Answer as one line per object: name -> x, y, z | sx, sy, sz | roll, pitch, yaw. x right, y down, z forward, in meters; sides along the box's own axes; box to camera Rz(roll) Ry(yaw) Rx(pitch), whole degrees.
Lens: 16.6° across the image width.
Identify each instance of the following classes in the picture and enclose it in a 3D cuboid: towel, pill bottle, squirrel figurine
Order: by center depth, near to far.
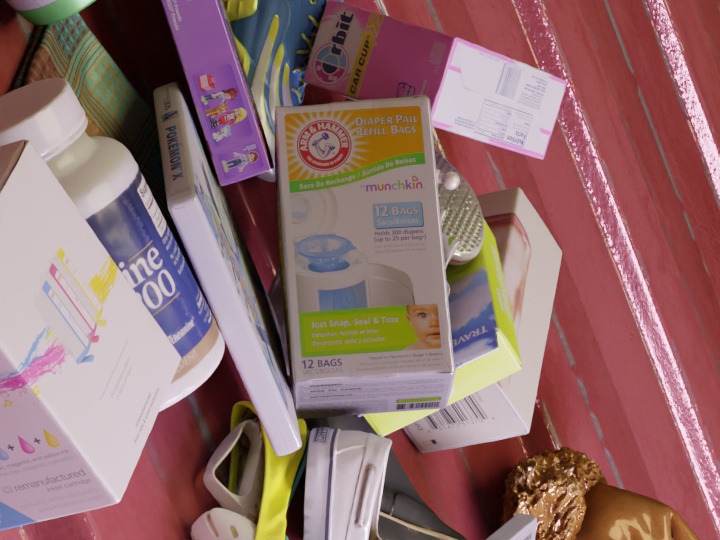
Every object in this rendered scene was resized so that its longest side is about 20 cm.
pill bottle -> -0.172, -0.012, 1.520 | 0.200, 0.111, 0.111 | 64, 30, -20
towel -> -0.166, -0.068, 1.655 | 0.200, 0.022, 0.147 | 54, 34, -35
squirrel figurine -> 0.167, 0.248, 2.040 | 0.200, 0.141, 0.187 | 57, 41, -6

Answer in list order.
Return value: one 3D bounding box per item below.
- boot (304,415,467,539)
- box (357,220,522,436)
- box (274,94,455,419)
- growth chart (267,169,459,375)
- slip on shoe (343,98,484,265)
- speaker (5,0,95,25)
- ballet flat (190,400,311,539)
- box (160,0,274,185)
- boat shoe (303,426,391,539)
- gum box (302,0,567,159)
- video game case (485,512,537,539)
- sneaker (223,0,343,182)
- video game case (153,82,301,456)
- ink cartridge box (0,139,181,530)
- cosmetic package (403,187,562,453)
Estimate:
boot -> 0.022, 0.156, 1.851 | 0.200, 0.077, 0.139 | 33, 42, -57
box -> 0.051, 0.040, 1.836 | 0.048, 0.122, 0.200 | 55, 15, -29
box -> 0.000, -0.009, 1.702 | 0.101, 0.112, 0.201 | 95, -9, -73
growth chart -> 0.000, 0.000, 1.784 | 0.018, 0.144, 0.201 | 68, 36, -62
slip on shoe -> 0.033, -0.059, 1.885 | 0.074, 0.061, 0.200 | 3, 31, -34
speaker -> -0.231, -0.255, 1.556 | 0.200, 0.088, 0.089 | 59, 32, -29
ballet flat -> -0.080, 0.168, 1.673 | 0.067, 0.067, 0.200 | 34, 42, -23
box -> -0.108, -0.160, 1.721 | 0.137, 0.039, 0.201 | -109, -178, -87
boat shoe -> -0.003, 0.206, 1.714 | 0.071, 0.070, 0.201 | -67, 160, -76
gum box -> 0.061, -0.140, 1.850 | 0.200, 0.113, 0.066 | 12, 97, -59
video game case -> 0.092, 0.299, 1.879 | 0.143, 0.018, 0.201 | -27, 125, -62
sneaker -> -0.057, -0.170, 1.813 | 0.076, 0.105, 0.201 | -5, 81, -62
video game case -> -0.089, -0.003, 1.642 | 0.182, 0.022, 0.200 | -105, 174, -62
ink cartridge box -> -0.218, 0.032, 1.398 | 0.200, 0.128, 0.125 | 57, 34, -30
cosmetic package -> 0.089, 0.039, 1.992 | 0.087, 0.103, 0.200 | 55, 33, -35
